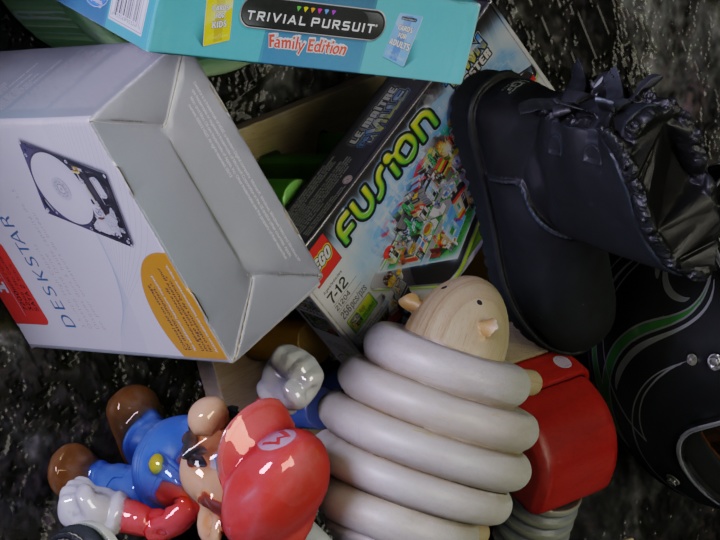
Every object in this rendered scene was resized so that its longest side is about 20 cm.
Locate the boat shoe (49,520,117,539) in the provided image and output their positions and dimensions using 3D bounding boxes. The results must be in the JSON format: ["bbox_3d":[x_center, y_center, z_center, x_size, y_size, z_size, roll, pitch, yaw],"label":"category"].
[{"bbox_3d":[-0.168,0.228,1.558,0.066,0.074,0.201,12,90,-50],"label":"boat shoe"}]

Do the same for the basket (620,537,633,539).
[{"bbox_3d":[0.182,0.242,1.857,0.176,0.199,0.140,-13,108,-48],"label":"basket"}]

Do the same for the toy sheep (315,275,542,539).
[{"bbox_3d":[0.035,0.100,1.670,0.137,0.138,0.201,15,91,-37],"label":"toy sheep"}]

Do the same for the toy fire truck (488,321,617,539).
[{"bbox_3d":[0.095,0.156,1.770,0.128,0.200,0.177,-16,136,-41],"label":"toy fire truck"}]

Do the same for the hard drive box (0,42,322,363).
[{"bbox_3d":[-0.136,-0.037,1.614,0.077,0.199,0.156,-42,114,-28],"label":"hard drive box"}]

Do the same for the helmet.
[{"bbox_3d":[0.236,0.047,1.914,0.199,0.191,0.201,16,49,-19],"label":"helmet"}]

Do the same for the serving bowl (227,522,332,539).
[{"bbox_3d":[-0.017,0.224,1.739,0.066,0.200,0.200,-39,118,5],"label":"serving bowl"}]

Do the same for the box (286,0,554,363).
[{"bbox_3d":[0.032,-0.048,1.726,0.200,0.035,0.110,-53,131,-16],"label":"box"}]

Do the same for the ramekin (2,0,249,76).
[{"bbox_3d":[-0.121,-0.207,1.686,0.199,0.097,0.202,-1,91,-38],"label":"ramekin"}]

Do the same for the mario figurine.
[{"bbox_3d":[-0.095,0.092,1.648,0.106,0.199,0.124,19,79,-37],"label":"mario figurine"}]

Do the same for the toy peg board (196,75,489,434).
[{"bbox_3d":[0.000,0.000,1.786,0.199,0.098,0.201,-24,105,-35],"label":"toy peg board"}]

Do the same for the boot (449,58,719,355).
[{"bbox_3d":[0.137,-0.026,1.681,0.073,0.162,0.199,-35,119,-27],"label":"boot"}]

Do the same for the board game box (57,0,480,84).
[{"bbox_3d":[-0.061,-0.148,1.572,0.199,0.151,0.047,3,109,-37],"label":"board game box"}]
